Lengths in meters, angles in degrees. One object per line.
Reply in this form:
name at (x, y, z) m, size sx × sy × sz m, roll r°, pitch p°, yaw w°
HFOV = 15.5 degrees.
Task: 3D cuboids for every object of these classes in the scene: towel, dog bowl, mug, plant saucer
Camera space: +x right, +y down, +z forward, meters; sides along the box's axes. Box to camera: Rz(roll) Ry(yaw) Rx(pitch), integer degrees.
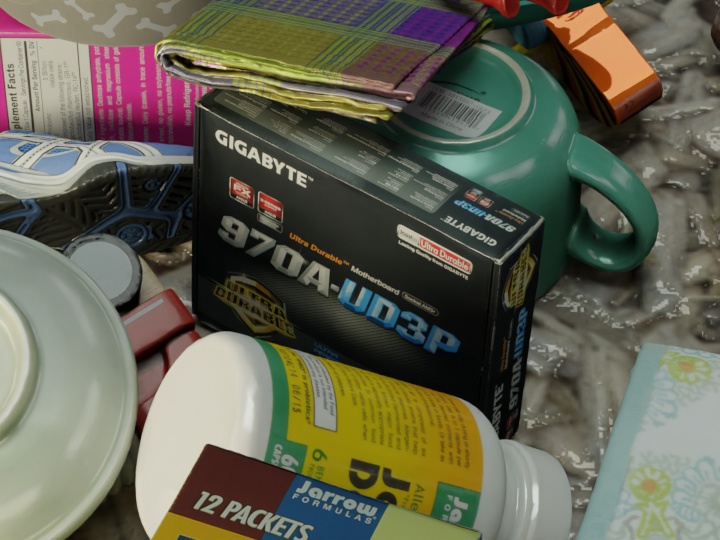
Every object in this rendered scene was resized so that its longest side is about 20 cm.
towel at (-0.016, -0.127, 1.441) m, size 0.143 × 0.023 × 0.200 m, roll 11°, pitch 23°, yaw 14°
dog bowl at (-0.138, -0.206, 1.545) m, size 0.200 × 0.059 × 0.200 m, roll 0°, pitch 45°, yaw 0°
towel at (0.201, 0.129, 1.348) m, size 0.171 × 0.048 × 0.200 m, roll 14°, pitch 49°, yaw 11°
mug at (0.066, -0.065, 1.512) m, size 0.185 × 0.114 × 0.152 m, roll -11°, pitch 48°, yaw -11°
plant saucer at (-0.211, 0.057, 1.304) m, size 0.200 × 0.050 × 0.200 m, roll -1°, pitch 61°, yaw 2°

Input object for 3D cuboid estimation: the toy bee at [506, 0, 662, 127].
toy bee at (0.119, -0.172, 1.637) m, size 0.131 × 0.109 × 0.200 m, roll -13°, pitch 77°, yaw -2°

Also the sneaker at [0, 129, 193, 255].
sneaker at (-0.169, -0.052, 1.523) m, size 0.200 × 0.076 × 0.077 m, roll -5°, pitch 46°, yaw -12°

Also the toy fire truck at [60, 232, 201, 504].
toy fire truck at (-0.140, 0.100, 1.366) m, size 0.176 × 0.129 × 0.200 m, roll -32°, pitch 74°, yaw -21°

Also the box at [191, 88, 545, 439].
box at (0.000, 0.000, 1.418) m, size 0.200 × 0.159 × 0.046 m, roll 29°, pitch 48°, yaw 24°

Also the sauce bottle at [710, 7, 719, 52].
sauce bottle at (0.287, -0.098, 1.585) m, size 0.065 × 0.065 × 0.200 m, roll -20°, pitch 48°, yaw -19°

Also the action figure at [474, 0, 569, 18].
action figure at (0.038, -0.210, 1.509) m, size 0.065 × 0.099 × 0.200 m, roll -5°, pitch 17°, yaw -41°

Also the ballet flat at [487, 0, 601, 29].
ballet flat at (0.053, -0.161, 1.569) m, size 0.068 × 0.200 × 0.075 m, roll -1°, pitch 72°, yaw -53°

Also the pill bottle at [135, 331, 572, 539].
pill bottle at (0.000, 0.107, 1.309) m, size 0.200 × 0.113 × 0.113 m, roll 18°, pitch 39°, yaw -28°

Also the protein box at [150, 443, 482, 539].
protein box at (-0.044, 0.227, 1.172) m, size 0.135 × 0.200 × 0.199 m, roll 16°, pitch 48°, yaw 14°

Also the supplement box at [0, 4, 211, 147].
supplement box at (-0.124, -0.138, 1.589) m, size 0.200 × 0.103 × 0.101 m, roll 2°, pitch 45°, yaw -1°
